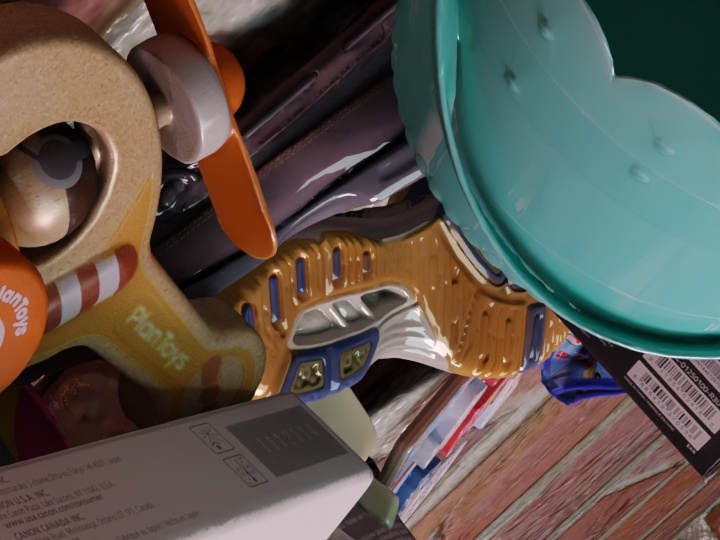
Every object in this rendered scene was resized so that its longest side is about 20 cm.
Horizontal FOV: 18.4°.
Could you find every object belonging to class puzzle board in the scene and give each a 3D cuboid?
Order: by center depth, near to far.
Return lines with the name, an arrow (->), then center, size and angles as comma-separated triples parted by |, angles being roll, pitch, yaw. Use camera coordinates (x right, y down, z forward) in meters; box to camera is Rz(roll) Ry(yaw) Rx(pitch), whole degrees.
puzzle board -> 0.059, 0.069, 1.162 | 0.200, 0.017, 0.151 | -46, 167, -37

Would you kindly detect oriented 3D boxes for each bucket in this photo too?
bucket -> 0.110, -0.081, 0.649 | 0.207, 0.208, 0.135 | -30, 168, -27

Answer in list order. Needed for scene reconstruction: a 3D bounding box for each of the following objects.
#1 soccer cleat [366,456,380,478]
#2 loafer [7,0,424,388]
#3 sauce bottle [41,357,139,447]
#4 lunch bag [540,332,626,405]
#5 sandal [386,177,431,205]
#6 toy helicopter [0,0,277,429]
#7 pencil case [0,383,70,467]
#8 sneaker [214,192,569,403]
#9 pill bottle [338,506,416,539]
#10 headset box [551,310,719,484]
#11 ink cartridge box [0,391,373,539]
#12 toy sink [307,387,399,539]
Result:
soccer cleat -> -0.057, 0.170, 1.216 | 0.200, 0.065, 0.084 | -48, 164, 31
loafer -> -0.045, -0.033, 0.712 | 0.199, 0.063, 0.072 | -29, -167, -14
sauce bottle -> -0.058, 0.064, 0.913 | 0.066, 0.066, 0.200 | -44, 163, 19
lunch bag -> 0.179, -0.001, 1.240 | 0.150, 0.094, 0.200 | -43, 179, -22
sandal -> 0.098, -0.051, 0.903 | 0.199, 0.087, 0.080 | -29, 163, -21
toy helicopter -> -0.070, -0.008, 0.609 | 0.132, 0.079, 0.200 | -50, 150, -7
pencil case -> -0.177, 0.102, 0.722 | 0.199, 0.089, 0.088 | -33, 164, -15
sneaker -> 0.000, 0.000, 0.820 | 0.199, 0.088, 0.076 | -3, 102, -44
pill bottle -> -0.017, 0.164, 1.034 | 0.116, 0.200, 0.116 | -34, 164, -11
headset box -> 0.142, -0.052, 0.807 | 0.200, 0.174, 0.093 | -30, 164, -42
ink cartridge box -> -0.097, 0.123, 0.635 | 0.177, 0.045, 0.200 | -54, 163, 18
toy sink -> -0.028, 0.151, 0.860 | 0.200, 0.112, 0.130 | -53, 160, -10
